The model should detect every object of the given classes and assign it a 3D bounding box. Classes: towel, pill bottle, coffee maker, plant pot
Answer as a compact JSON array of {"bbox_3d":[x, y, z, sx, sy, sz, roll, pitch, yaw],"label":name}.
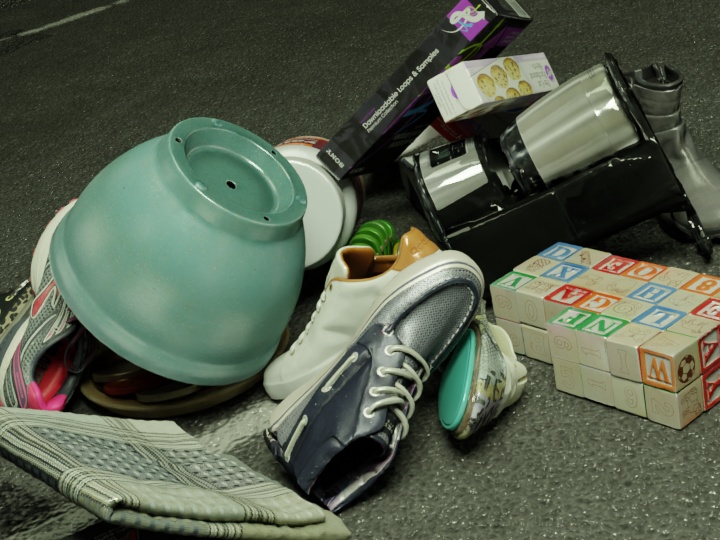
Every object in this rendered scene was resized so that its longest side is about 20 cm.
[{"bbox_3d":[-0.130,0.130,0.892,0.199,0.035,0.192,17,0,-42],"label":"towel"},{"bbox_3d":[-0.057,-0.063,1.268,0.113,0.115,0.200,-10,8,4],"label":"pill bottle"},{"bbox_3d":[0.169,-0.056,1.165,0.199,0.193,0.135,-28,-4,15],"label":"coffee maker"},{"bbox_3d":[-0.121,-0.031,1.055,0.199,0.134,0.201,25,34,-18],"label":"plant pot"}]

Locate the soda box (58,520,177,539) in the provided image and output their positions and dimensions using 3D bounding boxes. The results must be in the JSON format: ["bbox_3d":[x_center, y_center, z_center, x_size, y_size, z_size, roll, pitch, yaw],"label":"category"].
[{"bbox_3d":[-0.200,0.216,0.819,0.199,0.064,0.071,-21,25,-22],"label":"soda box"}]

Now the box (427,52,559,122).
[{"bbox_3d":[0.119,-0.161,1.189,0.039,0.042,0.200,-24,-2,29],"label":"box"}]

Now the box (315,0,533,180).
[{"bbox_3d":[0.059,-0.162,1.208,0.200,0.036,0.143,-44,-7,20],"label":"box"}]

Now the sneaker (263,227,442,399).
[{"bbox_3d":[-0.011,0.029,1.056,0.199,0.085,0.073,-32,7,30],"label":"sneaker"}]

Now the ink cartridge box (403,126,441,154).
[{"bbox_3d":[0.076,-0.163,1.463,0.199,0.045,0.176,-23,6,14],"label":"ink cartridge box"}]

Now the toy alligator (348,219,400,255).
[{"bbox_3d":[0.000,0.000,1.228,0.059,0.055,0.200,-2,25,22],"label":"toy alligator"}]

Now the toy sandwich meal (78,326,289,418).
[{"bbox_3d":[-0.151,0.050,1.164,0.203,0.071,0.205,-10,23,4],"label":"toy sandwich meal"}]

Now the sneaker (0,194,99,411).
[{"bbox_3d":[-0.237,0.032,1.139,0.080,0.201,0.074,26,-13,-35],"label":"sneaker"}]

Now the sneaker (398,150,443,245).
[{"bbox_3d":[0.125,-0.092,1.352,0.145,0.077,0.203,-16,22,-3],"label":"sneaker"}]

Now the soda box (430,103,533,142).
[{"bbox_3d":[0.149,-0.124,1.298,0.200,0.064,0.070,43,47,15],"label":"soda box"}]

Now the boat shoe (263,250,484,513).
[{"bbox_3d":[0.022,0.081,0.946,0.200,0.075,0.093,-48,30,7],"label":"boat shoe"}]

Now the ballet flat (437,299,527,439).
[{"bbox_3d":[0.089,0.068,1.024,0.071,0.073,0.201,-12,23,0],"label":"ballet flat"}]

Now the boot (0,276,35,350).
[{"bbox_3d":[-0.303,0.026,1.235,0.153,0.074,0.204,10,56,46],"label":"boot"}]

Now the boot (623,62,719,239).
[{"bbox_3d":[0.289,-0.113,1.250,0.069,0.133,0.200,-17,24,-15],"label":"boot"}]

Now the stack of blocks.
[{"bbox_3d":[0.192,0.043,1.033,0.115,0.059,0.199,-28,28,-33],"label":"stack of blocks"}]
